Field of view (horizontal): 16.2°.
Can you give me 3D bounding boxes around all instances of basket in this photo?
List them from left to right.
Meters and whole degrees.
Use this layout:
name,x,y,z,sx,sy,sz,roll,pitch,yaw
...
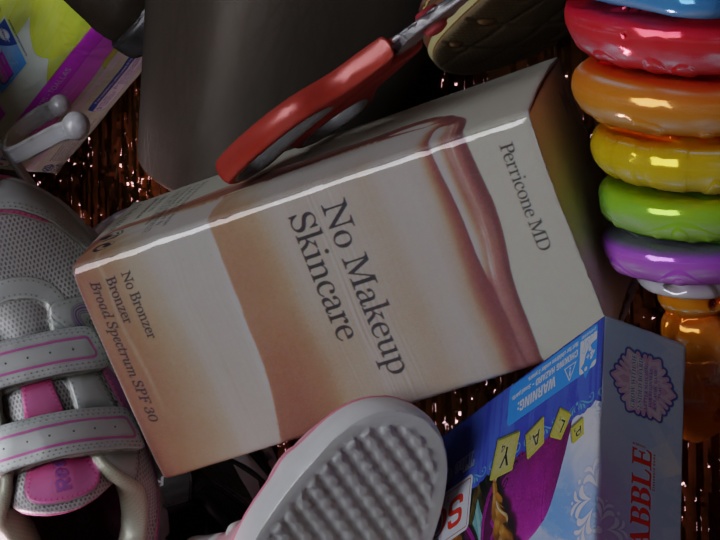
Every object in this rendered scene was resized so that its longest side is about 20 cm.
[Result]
name,x,y,z,sx,sy,sz,roll,pitch,yaw
basket,-0.021,-0.130,1.088,0.180,0.136,0.201,18,110,13

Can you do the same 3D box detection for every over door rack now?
name,x,y,z,sx,sy,sz,roll,pitch,yaw
over door rack,-0.154,-0.042,1.144,0.066,0.200,0.148,-32,107,15

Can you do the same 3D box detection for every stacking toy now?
name,x,y,z,sx,sy,sz,roll,pitch,yaw
stacking toy,0.130,-0.031,0.967,0.110,0.116,0.201,20,116,50

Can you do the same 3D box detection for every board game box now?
name,x,y,z,sx,sy,sz,roll,pitch,yaw
board game box,0.049,0.148,0.962,0.200,0.041,0.200,-42,35,49

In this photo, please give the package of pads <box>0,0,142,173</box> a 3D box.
name,x,y,z,sx,sy,sz,roll,pitch,yaw
package of pads,-0.168,-0.174,1.284,0.155,0.068,0.200,-46,58,34

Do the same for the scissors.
name,x,y,z,sx,sy,sz,roll,pitch,yaw
scissors,0.015,-0.085,0.952,0.200,0.073,0.014,-35,82,47

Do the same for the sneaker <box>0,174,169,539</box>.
name,x,y,z,sx,sy,sz,roll,pitch,yaw
sneaker,-0.123,0.058,1.034,0.088,0.081,0.201,-117,9,-73

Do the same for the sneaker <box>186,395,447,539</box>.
name,x,y,z,sx,sy,sz,roll,pitch,yaw
sneaker,-0.036,0.117,1.031,0.201,0.075,0.105,-65,27,23

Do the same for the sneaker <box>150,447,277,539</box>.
name,x,y,z,sx,sy,sz,roll,pitch,yaw
sneaker,-0.080,0.098,1.165,0.200,0.090,0.067,48,120,36

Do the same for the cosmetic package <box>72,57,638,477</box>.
name,x,y,z,sx,sy,sz,roll,pitch,yaw
cosmetic package,0.000,0.000,1.017,0.199,0.087,0.104,-20,103,18

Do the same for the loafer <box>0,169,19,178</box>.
name,x,y,z,sx,sy,sz,roll,pitch,yaw
loafer,-0.224,-0.065,1.335,0.075,0.069,0.201,-38,62,37

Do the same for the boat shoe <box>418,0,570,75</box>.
name,x,y,z,sx,sy,sz,roll,pitch,yaw
boat shoe,0.094,-0.160,1.010,0.200,0.072,0.068,-45,59,24

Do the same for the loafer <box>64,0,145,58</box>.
name,x,y,z,sx,sy,sz,roll,pitch,yaw
loafer,-0.090,-0.200,1.165,0.073,0.071,0.201,-17,52,62
